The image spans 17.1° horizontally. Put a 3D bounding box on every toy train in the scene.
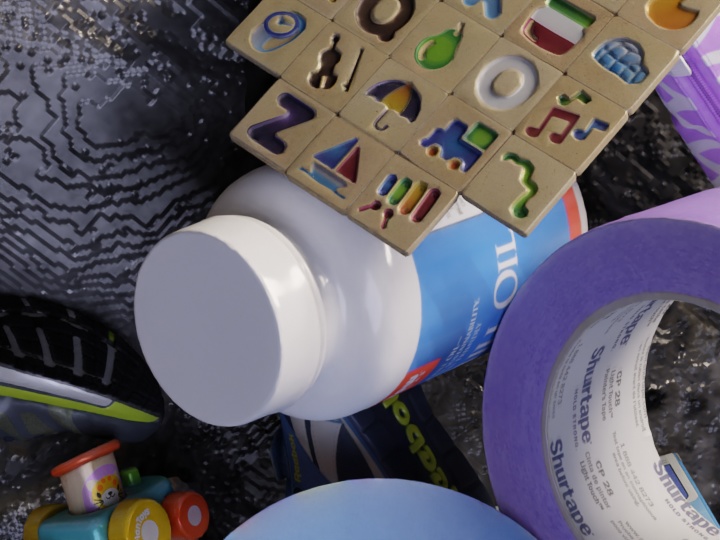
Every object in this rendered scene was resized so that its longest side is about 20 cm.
[{"bbox_3d":[-0.171,0.117,1.093,0.199,0.150,0.056,-18,100,-11],"label":"toy train"}]

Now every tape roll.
[{"bbox_3d":[0.155,0.068,1.014,0.085,0.200,0.201,-19,124,-51],"label":"tape roll"}]

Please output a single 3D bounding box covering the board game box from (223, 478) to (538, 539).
[{"bbox_3d":[0.007,0.189,1.007,0.157,0.039,0.201,10,67,-7],"label":"board game box"}]

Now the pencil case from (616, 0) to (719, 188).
[{"bbox_3d":[0.172,-0.078,1.051,0.084,0.086,0.200,-21,130,28],"label":"pencil case"}]

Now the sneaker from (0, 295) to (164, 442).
[{"bbox_3d":[-0.190,0.058,1.100,0.199,0.074,0.081,8,118,-6],"label":"sneaker"}]

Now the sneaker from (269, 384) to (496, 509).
[{"bbox_3d":[-0.012,0.072,1.122,0.082,0.074,0.201,-22,95,39],"label":"sneaker"}]

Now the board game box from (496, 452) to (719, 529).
[{"bbox_3d":[0.088,0.183,1.126,0.199,0.196,0.056,-16,118,-3],"label":"board game box"}]

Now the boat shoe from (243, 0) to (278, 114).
[{"bbox_3d":[0.043,-0.121,1.065,0.199,0.075,0.093,-8,96,-20],"label":"boat shoe"}]

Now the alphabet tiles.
[{"bbox_3d":[0.046,-0.102,0.983,0.200,0.166,0.006,-49,151,-14],"label":"alphabet tiles"}]

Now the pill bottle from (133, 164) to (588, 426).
[{"bbox_3d":[0.000,0.000,1.029,0.200,0.112,0.113,-22,123,-47],"label":"pill bottle"}]
